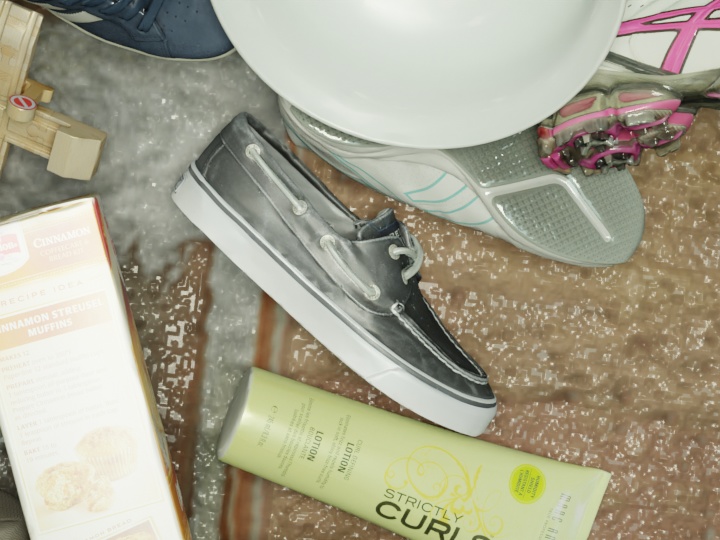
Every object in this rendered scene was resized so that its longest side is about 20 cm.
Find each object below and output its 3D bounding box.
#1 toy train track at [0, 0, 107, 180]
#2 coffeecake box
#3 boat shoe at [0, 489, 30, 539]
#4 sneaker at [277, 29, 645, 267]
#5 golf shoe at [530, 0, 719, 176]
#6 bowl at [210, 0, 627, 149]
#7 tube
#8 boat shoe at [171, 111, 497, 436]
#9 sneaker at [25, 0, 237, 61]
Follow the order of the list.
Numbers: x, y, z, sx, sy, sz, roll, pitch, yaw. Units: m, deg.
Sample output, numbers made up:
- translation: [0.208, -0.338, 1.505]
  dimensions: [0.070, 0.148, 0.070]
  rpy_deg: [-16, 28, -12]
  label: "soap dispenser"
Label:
- translation: [-0.221, -0.089, 1.197]
  dimensions: [0.199, 0.033, 0.115]
  rpy_deg: [23, 120, 5]
  label: "toy train track"
- translation: [-0.135, 0.068, 1.188]
  dimensions: [0.073, 0.154, 0.202]
  rpy_deg: [-15, 94, -4]
  label: "coffeecake box"
- translation: [-0.248, 0.161, 1.225]
  dimensions: [0.199, 0.075, 0.074]
  rpy_deg: [-14, 112, 14]
  label: "boat shoe"
- translation: [0.050, -0.058, 1.234]
  dimensions: [0.199, 0.080, 0.071]
  rpy_deg: [26, 75, -1]
  label: "sneaker"
- translation: [0.172, -0.113, 1.160]
  dimensions: [0.198, 0.073, 0.093]
  rpy_deg: [-13, 69, 14]
  label: "golf shoe"
- translation: [0.030, -0.164, 1.140]
  dimensions: [0.199, 0.091, 0.202]
  rpy_deg: [6, 128, 8]
  label: "bowl"
- translation: [0.027, 0.105, 1.258]
  dimensions: [0.199, 0.052, 0.058]
  rpy_deg: [22, 131, -10]
  label: "tube"
- translation: [0.000, 0.000, 1.236]
  dimensions: [0.200, 0.072, 0.068]
  rpy_deg: [41, 103, 1]
  label: "boat shoe"
- translation: [-0.143, -0.147, 1.145]
  dimensions: [0.199, 0.085, 0.075]
  rpy_deg: [23, 108, -7]
  label: "sneaker"
